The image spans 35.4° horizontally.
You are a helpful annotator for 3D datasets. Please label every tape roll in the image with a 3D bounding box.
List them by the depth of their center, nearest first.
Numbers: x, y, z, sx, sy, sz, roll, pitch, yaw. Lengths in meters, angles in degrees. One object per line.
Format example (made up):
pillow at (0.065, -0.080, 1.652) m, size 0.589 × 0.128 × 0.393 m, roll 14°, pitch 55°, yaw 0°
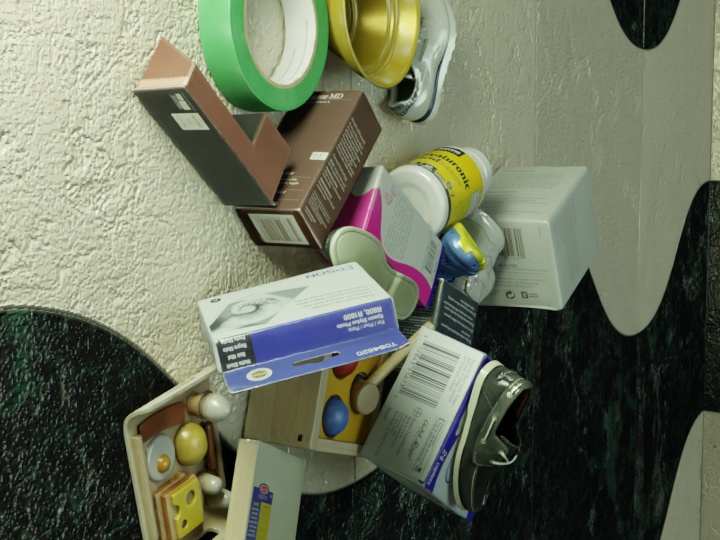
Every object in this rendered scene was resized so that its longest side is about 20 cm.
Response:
tape roll at (-0.109, -0.287, 1.317) m, size 0.200 × 0.048 × 0.204 m, roll -11°, pitch 102°, yaw -59°

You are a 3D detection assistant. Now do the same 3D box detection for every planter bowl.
planter bowl at (-0.004, -0.336, 1.456) m, size 0.200 × 0.082 × 0.204 m, roll -9°, pitch 100°, yaw -59°

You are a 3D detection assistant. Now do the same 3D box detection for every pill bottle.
pill bottle at (0.117, -0.120, 1.657) m, size 0.200 × 0.110 × 0.113 m, roll -31°, pitch 119°, yaw -55°

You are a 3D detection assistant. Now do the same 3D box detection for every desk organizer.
desk organizer at (-0.156, -0.161, 1.231) m, size 0.200 × 0.071 × 0.078 m, roll 54°, pitch 46°, yaw -47°

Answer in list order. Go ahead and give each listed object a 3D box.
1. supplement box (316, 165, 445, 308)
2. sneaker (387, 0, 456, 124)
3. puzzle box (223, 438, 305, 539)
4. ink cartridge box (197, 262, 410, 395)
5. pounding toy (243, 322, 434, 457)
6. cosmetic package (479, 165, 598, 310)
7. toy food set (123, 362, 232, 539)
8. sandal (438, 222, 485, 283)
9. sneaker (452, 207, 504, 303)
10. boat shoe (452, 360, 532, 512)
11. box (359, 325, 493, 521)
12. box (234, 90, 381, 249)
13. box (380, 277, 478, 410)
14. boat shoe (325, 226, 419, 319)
supplement box at (0.021, -0.041, 1.502) m, size 0.200 × 0.102 × 0.102 m, roll 50°, pitch 50°, yaw -48°
sneaker at (0.083, -0.316, 1.621) m, size 0.080 × 0.076 × 0.203 m, roll 14°, pitch 80°, yaw -49°
puzzle box at (-0.111, 0.278, 1.337) m, size 0.200 × 0.025 × 0.135 m, roll 52°, pitch 44°, yaw -69°
ink cartridge box at (-0.067, 0.054, 1.205) m, size 0.197 × 0.200 × 0.041 m, roll -14°, pitch 110°, yaw -13°
pounding toy at (-0.022, 0.136, 1.418) m, size 0.199 × 0.141 × 0.187 m, roll 23°, pitch 74°, yaw -58°
cosmetic package at (0.284, -0.059, 1.890) m, size 0.200 × 0.165 × 0.168 m, roll -47°, pitch 130°, yaw -46°
toy food set at (-0.180, 0.216, 1.239) m, size 0.143 × 0.060 × 0.203 m, roll -30°, pitch 118°, yaw -55°
sandal at (0.124, -0.010, 1.649) m, size 0.080 × 0.086 × 0.200 m, roll 57°, pitch -11°, yaw 6°
sneaker at (0.176, -0.009, 1.776) m, size 0.100 × 0.074 × 0.202 m, roll -49°, pitch 148°, yaw -37°
boat shoe at (0.162, 0.216, 1.391) m, size 0.071 × 0.067 × 0.203 m, roll -15°, pitch 123°, yaw -53°
box at (0.113, 0.203, 1.470) m, size 0.186 × 0.104 × 0.200 m, roll -62°, pitch 149°, yaw -11°
box at (-0.060, -0.125, 1.367) m, size 0.201 × 0.099 × 0.075 m, roll -64°, pitch 142°, yaw -33°
box at (0.084, 0.122, 1.624) m, size 0.148 × 0.106 × 0.203 m, roll 32°, pitch 66°, yaw -60°
boat shoe at (0.001, -0.002, 1.390) m, size 0.199 × 0.066 × 0.075 m, roll 33°, pitch 82°, yaw -52°
